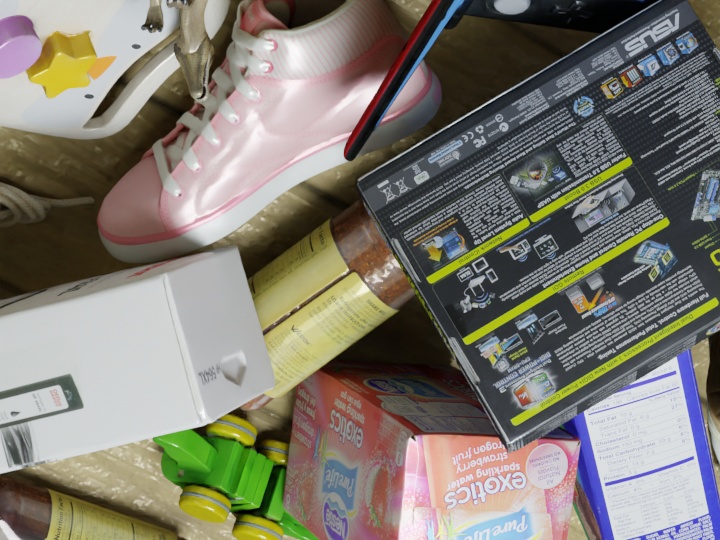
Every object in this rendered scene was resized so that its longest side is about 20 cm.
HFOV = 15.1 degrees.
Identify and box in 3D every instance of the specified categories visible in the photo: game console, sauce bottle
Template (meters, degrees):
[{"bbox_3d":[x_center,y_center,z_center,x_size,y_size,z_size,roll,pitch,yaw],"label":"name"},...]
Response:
[{"bbox_3d":[0.096,-0.134,1.332,0.171,0.119,0.200,7,155,-15],"label":"game console"},{"bbox_3d":[-0.193,0.159,1.599,0.199,0.066,0.066,21,120,-24],"label":"sauce bottle"},{"bbox_3d":[0.000,0.000,1.508,0.199,0.066,0.066,-34,127,15],"label":"sauce bottle"}]

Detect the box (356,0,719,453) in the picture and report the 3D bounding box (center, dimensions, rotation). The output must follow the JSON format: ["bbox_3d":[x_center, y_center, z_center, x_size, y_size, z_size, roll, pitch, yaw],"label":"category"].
[{"bbox_3d":[0.121,-0.025,1.402,0.199,0.161,0.044,-31,170,-1],"label":"box"}]

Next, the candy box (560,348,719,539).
[{"bbox_3d":[0.140,0.067,1.534,0.077,0.169,0.201,-18,128,-3],"label":"candy box"}]

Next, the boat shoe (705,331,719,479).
[{"bbox_3d":[0.225,0.056,1.532,0.074,0.200,0.067,8,124,14],"label":"boat shoe"}]

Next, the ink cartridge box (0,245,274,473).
[{"bbox_3d":[-0.162,0.053,1.438,0.199,0.146,0.085,-14,93,14],"label":"ink cartridge box"}]

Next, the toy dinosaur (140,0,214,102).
[{"bbox_3d":[-0.067,-0.182,1.352,0.058,0.101,0.201,30,105,13],"label":"toy dinosaur"}]

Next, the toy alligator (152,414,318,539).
[{"bbox_3d":[-0.056,0.137,1.623,0.200,0.060,0.054,31,157,-32],"label":"toy alligator"}]

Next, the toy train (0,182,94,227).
[{"bbox_3d":[-0.231,-0.015,1.421,0.199,0.116,0.085,4,127,-15],"label":"toy train"}]

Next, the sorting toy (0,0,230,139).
[{"bbox_3d":[-0.160,-0.129,1.380,0.200,0.107,0.180,-44,143,21],"label":"sorting toy"}]

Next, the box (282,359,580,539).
[{"bbox_3d":[0.035,0.115,1.514,0.102,0.200,0.095,4,98,-20],"label":"box"}]

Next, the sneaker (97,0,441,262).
[{"bbox_3d":[-0.064,-0.089,1.431,0.199,0.075,0.105,-27,127,4],"label":"sneaker"}]
